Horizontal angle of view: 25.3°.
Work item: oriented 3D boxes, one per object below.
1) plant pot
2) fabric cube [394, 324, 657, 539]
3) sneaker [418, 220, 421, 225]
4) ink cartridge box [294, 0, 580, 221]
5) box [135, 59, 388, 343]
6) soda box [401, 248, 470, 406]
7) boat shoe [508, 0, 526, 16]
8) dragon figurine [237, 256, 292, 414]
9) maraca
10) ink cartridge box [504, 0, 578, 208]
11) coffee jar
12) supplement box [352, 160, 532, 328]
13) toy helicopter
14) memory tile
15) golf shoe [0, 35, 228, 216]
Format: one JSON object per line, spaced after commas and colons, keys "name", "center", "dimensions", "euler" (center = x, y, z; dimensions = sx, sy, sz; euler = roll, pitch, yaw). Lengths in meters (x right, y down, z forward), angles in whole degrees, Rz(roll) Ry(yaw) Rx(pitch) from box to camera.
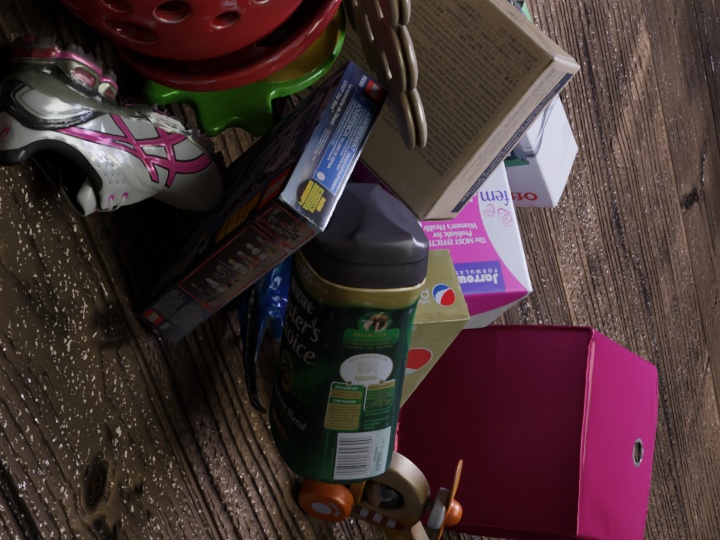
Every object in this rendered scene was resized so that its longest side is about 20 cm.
{"name": "plant pot", "center": [-0.112, -0.223, 1.016], "dimensions": [0.183, 0.200, 0.201], "euler": [60, 39, -58]}
{"name": "fabric cube", "center": [0.162, 0.162, 1.559], "dimensions": [0.199, 0.199, 0.197], "euler": [27, 67, -60]}
{"name": "sneaker", "center": [0.000, 0.000, 1.288], "dimensions": [0.200, 0.075, 0.089], "euler": [163, -66, -80]}
{"name": "ink cartridge box", "center": [0.044, -0.164, 1.261], "dimensions": [0.165, 0.200, 0.075], "euler": [-50, 162, 18]}
{"name": "box", "center": [-0.070, -0.044, 1.108], "dimensions": [0.040, 0.200, 0.137], "euler": [37, 50, -16]}
{"name": "soda box", "center": [0.013, 0.062, 1.268], "dimensions": [0.068, 0.200, 0.064], "euler": [-4, 61, -24]}
{"name": "boat shoe", "center": [0.071, -0.262, 1.405], "dimensions": [0.066, 0.201, 0.072], "euler": [-25, 153, -27]}
{"name": "dragon figurine", "center": [-0.078, 0.008, 1.233], "dimensions": [0.100, 0.059, 0.200], "euler": [63, 37, -43]}
{"name": "maraca", "center": [-0.086, -0.173, 1.151], "dimensions": [0.200, 0.137, 0.107], "euler": [-60, 178, -39]}
{"name": "ink cartridge box", "center": [0.104, -0.152, 1.498], "dimensions": [0.200, 0.146, 0.084], "euler": [61, 42, -44]}
{"name": "coffee jar", "center": [-0.010, 0.043, 1.129], "dimensions": [0.104, 0.085, 0.201], "euler": [-121, -144, -57]}
{"name": "supplement box", "center": [0.063, -0.056, 1.370], "dimensions": [0.101, 0.103, 0.201], "euler": [-4, 73, -24]}
{"name": "toy helicopter", "center": [0.040, 0.213, 1.390], "dimensions": [0.200, 0.132, 0.079], "euler": [63, 37, -43]}
{"name": "memory tile", "center": [0.009, -0.187, 1.091], "dimensions": [0.200, 0.017, 0.154], "euler": [-111, -172, -48]}
{"name": "golf shoe", "center": [-0.165, -0.073, 1.050], "dimensions": [0.200, 0.072, 0.092], "euler": [31, 68, -49]}
